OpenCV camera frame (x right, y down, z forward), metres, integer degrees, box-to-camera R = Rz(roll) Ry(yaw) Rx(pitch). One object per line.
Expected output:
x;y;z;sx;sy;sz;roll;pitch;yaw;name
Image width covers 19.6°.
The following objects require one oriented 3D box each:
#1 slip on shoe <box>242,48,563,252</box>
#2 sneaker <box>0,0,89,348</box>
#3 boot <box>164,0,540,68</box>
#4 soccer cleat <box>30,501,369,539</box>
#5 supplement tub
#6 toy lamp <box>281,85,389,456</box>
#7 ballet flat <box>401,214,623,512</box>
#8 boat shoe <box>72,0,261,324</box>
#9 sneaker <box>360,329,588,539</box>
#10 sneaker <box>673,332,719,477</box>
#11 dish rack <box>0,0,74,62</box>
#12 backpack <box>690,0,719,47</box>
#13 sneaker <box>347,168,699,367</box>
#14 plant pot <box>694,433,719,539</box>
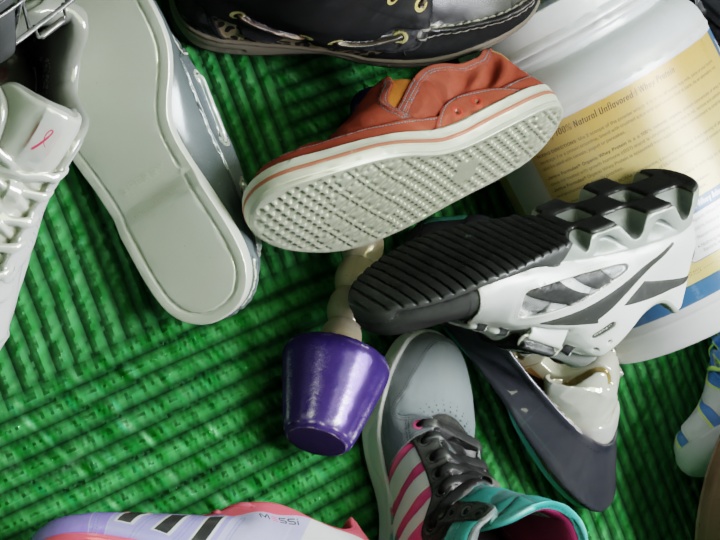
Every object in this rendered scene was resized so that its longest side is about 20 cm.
0.016;-0.063;1.051;0.199;0.074;0.061;-25;62;-36;slip on shoe
-0.166;-0.040;0.920;0.078;0.099;0.201;22;63;-35;sneaker
0.008;-0.154;1.031;0.199;0.151;0.074;0;81;-10;boot
-0.071;0.138;0.983;0.199;0.067;0.077;15;36;-32;soccer cleat
0.152;-0.065;1.177;0.145;0.144;0.201;-35;101;-42;supplement tub
0.000;0.000;1.084;0.058;0.058;0.201;32;58;-30;toy lamp
0.099;0.048;1.143;0.200;0.073;0.073;53;49;-15;ballet flat
-0.103;-0.070;1.022;0.201;0.073;0.062;66;16;1;boat shoe
0.058;0.116;1.053;0.083;0.120;0.201;17;65;-37;sneaker
0.233;0.044;1.279;0.200;0.076;0.105;-32;77;-40;sneaker
-0.156;-0.182;0.944;0.153;0.055;0.200;33;57;22;dish rack
0.251;-0.137;1.297;0.200;0.167;0.127;38;35;-22;backpack
0.089;0.017;1.060;0.199;0.074;0.089;-15;115;-22;sneaker
0.288;0.129;1.212;0.200;0.092;0.202;-25;124;-42;plant pot
